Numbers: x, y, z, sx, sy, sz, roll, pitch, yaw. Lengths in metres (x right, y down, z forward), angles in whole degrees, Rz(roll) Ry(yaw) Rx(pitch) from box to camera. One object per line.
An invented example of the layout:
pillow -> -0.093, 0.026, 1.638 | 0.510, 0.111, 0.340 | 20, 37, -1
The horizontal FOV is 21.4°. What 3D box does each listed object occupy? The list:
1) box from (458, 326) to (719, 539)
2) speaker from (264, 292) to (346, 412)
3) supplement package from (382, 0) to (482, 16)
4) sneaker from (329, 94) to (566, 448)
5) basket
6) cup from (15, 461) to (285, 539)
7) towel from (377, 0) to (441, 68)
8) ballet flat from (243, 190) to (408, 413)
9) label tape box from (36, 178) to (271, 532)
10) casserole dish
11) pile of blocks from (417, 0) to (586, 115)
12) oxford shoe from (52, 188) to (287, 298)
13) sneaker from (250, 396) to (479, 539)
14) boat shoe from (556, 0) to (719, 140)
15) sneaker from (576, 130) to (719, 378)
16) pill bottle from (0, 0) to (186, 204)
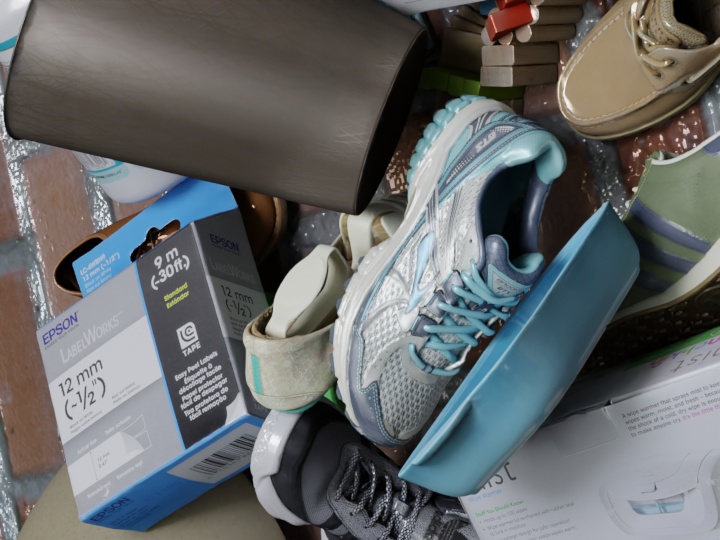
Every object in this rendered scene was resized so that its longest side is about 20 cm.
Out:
box -> 0.170, 0.135, 1.007 | 0.199, 0.096, 0.178 | -25, 93, 40
speaker -> -0.071, 0.059, 1.231 | 0.199, 0.088, 0.089 | 3, 99, 40
supplement package -> 0.080, -0.239, 1.003 | 0.199, 0.111, 0.157 | -3, 68, 40
sneaker -> 0.050, 0.004, 1.033 | 0.086, 0.077, 0.202 | 21, 92, 49
basket -> -0.072, -0.120, 1.075 | 0.199, 0.181, 0.136 | 21, 153, 6
cup -> -0.158, 0.217, 1.255 | 0.199, 0.143, 0.202 | 22, 129, 30
towel -> -0.053, -0.189, 1.180 | 0.146, 0.022, 0.201 | -25, 79, 13
ballet flat -> 0.000, 0.000, 1.089 | 0.067, 0.200, 0.063 | 10, 134, 31
label tape box -> -0.129, 0.040, 1.184 | 0.143, 0.066, 0.201 | -33, 62, 26
casserole dish -> 0.087, 0.043, 0.967 | 0.039, 0.200, 0.121 | 38, 130, 2
pile of blocks -> 0.078, -0.140, 1.087 | 0.082, 0.062, 0.201 | 43, 121, 27
oxford shoe -> -0.130, -0.014, 1.279 | 0.199, 0.071, 0.072 | -22, 81, 39
sneaker -> 0.017, 0.138, 1.120 | 0.113, 0.200, 0.076 | 17, 69, 30
boat shoe -> 0.170, -0.136, 1.008 | 0.200, 0.064, 0.072 | -39, 72, 37
sneaker -> 0.174, -0.021, 1.031 | 0.200, 0.067, 0.091 | -41, 52, 46
pill bottle -> -0.172, -0.149, 1.212 | 0.110, 0.111, 0.200 | -16, 121, 40
